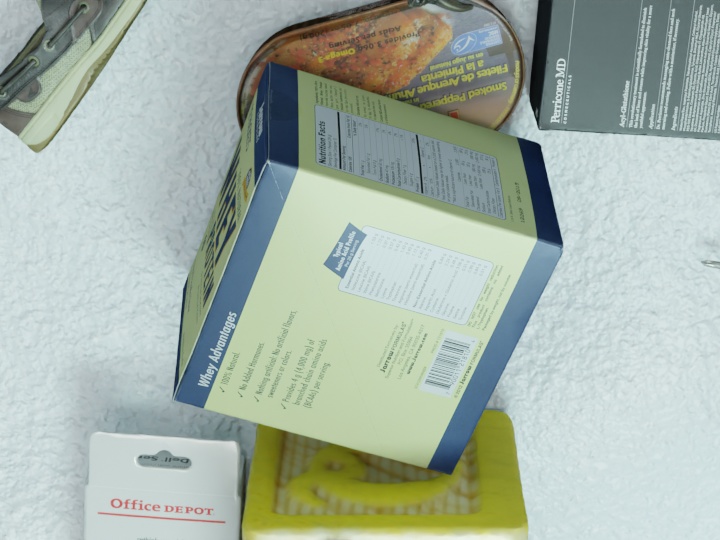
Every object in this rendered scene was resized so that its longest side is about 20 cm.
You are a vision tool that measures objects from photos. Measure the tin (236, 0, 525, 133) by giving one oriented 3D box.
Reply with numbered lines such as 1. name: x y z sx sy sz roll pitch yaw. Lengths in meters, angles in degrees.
1. tin: 0.014 -0.127 1.269 0.199 0.042 0.112 -14 105 6

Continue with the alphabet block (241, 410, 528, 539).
1. alphabet block: 0.017 0.227 1.314 0.195 0.196 0.201 0 110 -1

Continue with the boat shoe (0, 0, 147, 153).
1. boat shoe: -0.189 -0.171 1.236 0.066 0.072 0.201 30 112 -15

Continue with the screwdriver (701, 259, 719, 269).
1. screwdriver: 0.340 0.013 1.317 0.199 0.029 0.028 9 110 -9

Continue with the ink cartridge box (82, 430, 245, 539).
1. ink cartridge box: -0.145 0.199 1.371 0.117 0.067 0.201 5 111 -1

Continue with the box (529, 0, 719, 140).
1. box: 0.191 -0.194 1.222 0.141 0.079 0.201 3 110 -4

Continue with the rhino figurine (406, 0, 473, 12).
1. rhino figurine: 0.016 -0.251 1.203 0.087 0.060 0.200 -37 100 -3

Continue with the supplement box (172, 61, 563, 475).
1. supplement box: 0.000 0.000 1.235 0.199 0.134 0.200 16 121 -12
